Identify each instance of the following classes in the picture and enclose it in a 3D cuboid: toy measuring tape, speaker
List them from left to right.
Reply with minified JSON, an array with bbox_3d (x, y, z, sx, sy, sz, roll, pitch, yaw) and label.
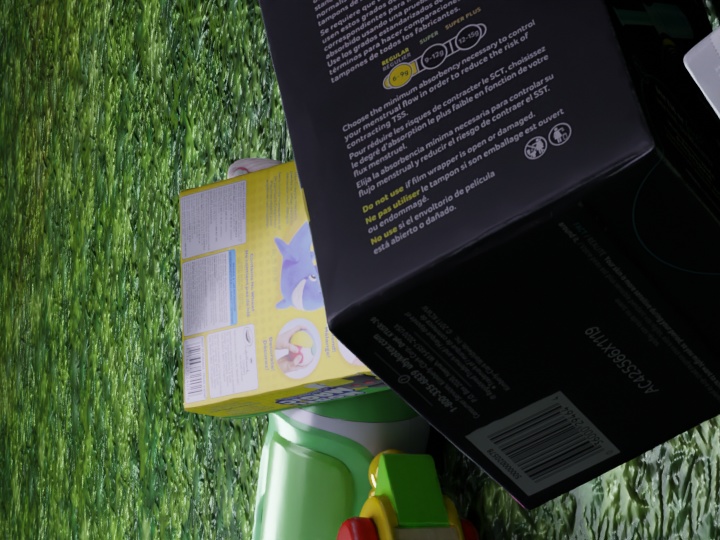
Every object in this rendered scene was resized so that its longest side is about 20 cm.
[{"bbox_3d":[-0.013,0.144,1.360,0.088,0.088,0.201,-129,43,-67],"label":"speaker"},{"bbox_3d":[0.029,0.168,1.238,0.201,0.073,0.074,-104,22,-44],"label":"toy measuring tape"}]

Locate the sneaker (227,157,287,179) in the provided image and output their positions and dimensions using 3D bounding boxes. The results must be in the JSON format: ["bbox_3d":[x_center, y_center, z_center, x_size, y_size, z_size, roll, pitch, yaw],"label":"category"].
[{"bbox_3d":[-0.018,-0.013,1.359,0.200,0.104,0.076,-146,61,-70],"label":"sneaker"}]

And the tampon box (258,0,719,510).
[{"bbox_3d":[0.059,-0.050,0.933,0.150,0.126,0.201,43,-155,-45],"label":"tampon box"}]

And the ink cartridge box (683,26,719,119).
[{"bbox_3d":[0.173,-0.057,0.608,0.104,0.059,0.200,57,145,2],"label":"ink cartridge box"}]

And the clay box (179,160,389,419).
[{"bbox_3d":[0.000,0.000,1.265,0.199,0.047,0.116,-12,73,36],"label":"clay box"}]
